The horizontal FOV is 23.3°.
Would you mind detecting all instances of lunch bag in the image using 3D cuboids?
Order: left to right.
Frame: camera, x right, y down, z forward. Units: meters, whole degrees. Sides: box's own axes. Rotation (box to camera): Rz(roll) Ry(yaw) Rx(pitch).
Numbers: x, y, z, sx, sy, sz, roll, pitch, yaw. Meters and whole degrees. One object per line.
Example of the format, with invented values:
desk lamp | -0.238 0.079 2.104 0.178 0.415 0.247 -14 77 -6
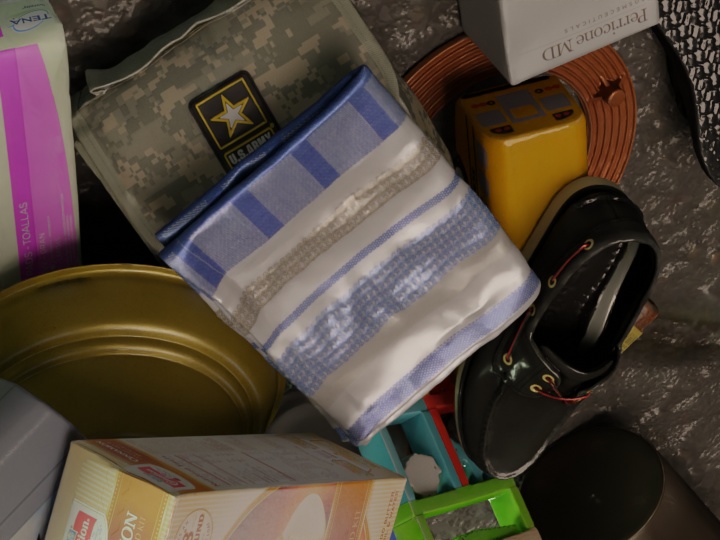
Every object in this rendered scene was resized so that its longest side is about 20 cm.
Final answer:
lunch bag | -0.045 -0.061 0.954 0.163 0.118 0.200 -31 129 7

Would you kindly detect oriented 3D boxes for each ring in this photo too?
ring | 0.088 -0.065 1.090 0.199 0.019 0.202 -15 130 -18

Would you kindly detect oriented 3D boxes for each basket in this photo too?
basket | 0.202 0.222 1.304 0.180 0.136 0.200 -35 130 -2

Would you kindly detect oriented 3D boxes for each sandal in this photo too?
sandal | 0.221 -0.136 1.095 0.075 0.048 0.201 -30 121 -2

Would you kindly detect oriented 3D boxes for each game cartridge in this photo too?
game cartridge | -0.165 0.154 0.849 0.134 0.040 0.201 -51 142 -31

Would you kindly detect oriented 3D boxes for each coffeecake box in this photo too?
coffeecake box | -0.076 0.168 0.885 0.199 0.073 0.155 6 103 -56

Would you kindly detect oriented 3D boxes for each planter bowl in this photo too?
planter bowl | -0.133 0.096 0.941 0.199 0.084 0.201 -7 136 -7

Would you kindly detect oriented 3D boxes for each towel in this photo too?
towel | 0.000 0.000 0.923 0.147 0.024 0.200 -39 131 4

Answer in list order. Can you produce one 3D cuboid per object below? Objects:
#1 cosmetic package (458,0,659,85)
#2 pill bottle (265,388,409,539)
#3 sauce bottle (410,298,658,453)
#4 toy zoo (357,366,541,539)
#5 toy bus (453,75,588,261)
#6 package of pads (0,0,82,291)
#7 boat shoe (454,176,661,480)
cosmetic package | 0.099 -0.211 0.944 0.101 0.074 0.201 -24 132 -9
pill bottle | -0.011 0.180 1.155 0.111 0.112 0.201 -22 133 -11
sauce bottle | 0.111 0.075 1.180 0.200 0.066 0.066 -45 133 7
toy zoo | 0.035 0.088 1.074 0.020 0.201 0.131 -31 165 29
toy bus | 0.101 -0.018 1.060 0.065 0.078 0.201 -15 126 -10
package of pads | -0.227 -0.040 0.904 0.153 0.068 0.201 -14 130 -19
boat shoe | 0.111 0.046 1.020 0.073 0.063 0.202 9 121 -25
